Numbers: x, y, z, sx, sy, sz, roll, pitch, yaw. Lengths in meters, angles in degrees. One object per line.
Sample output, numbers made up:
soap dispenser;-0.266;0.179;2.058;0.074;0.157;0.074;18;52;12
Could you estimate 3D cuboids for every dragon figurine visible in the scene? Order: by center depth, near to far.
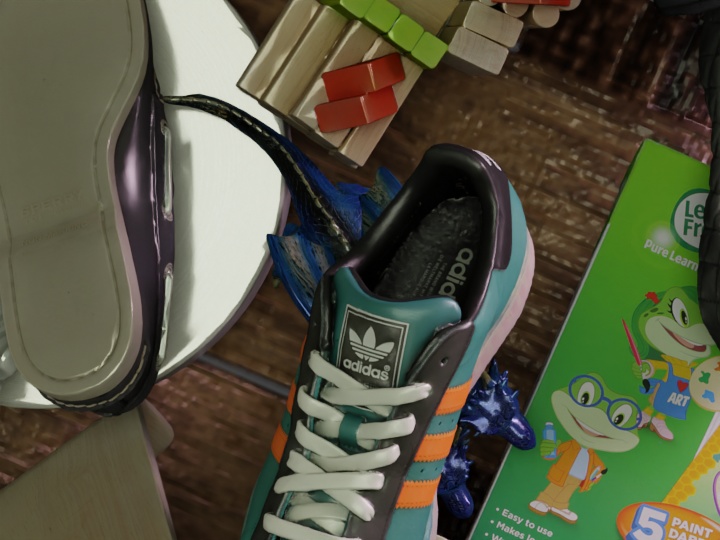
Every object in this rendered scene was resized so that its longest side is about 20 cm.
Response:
dragon figurine;0.000;0.000;1.102;0.059;0.099;0.200;-32;88;-4

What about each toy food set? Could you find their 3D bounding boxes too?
toy food set;-0.119;0.137;1.094;0.143;0.200;0.060;-35;112;3

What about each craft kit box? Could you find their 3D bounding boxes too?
craft kit box;0.161;0.076;1.116;0.200;0.049;0.198;24;65;3

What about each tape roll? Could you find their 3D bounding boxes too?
tape roll;-0.128;-0.044;1.173;0.202;0.037;0.203;0;90;4

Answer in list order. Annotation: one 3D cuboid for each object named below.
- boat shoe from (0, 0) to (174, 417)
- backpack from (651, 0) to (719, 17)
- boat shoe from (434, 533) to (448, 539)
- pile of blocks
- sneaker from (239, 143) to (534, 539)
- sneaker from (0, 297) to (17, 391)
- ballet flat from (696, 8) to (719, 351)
boat shoe;-0.107;-0.038;1.123;0.073;0.063;0.200;-9;68;14
backpack;0.120;-0.183;1.074;0.126;0.167;0.200;16;48;37
boat shoe;0.022;0.193;1.056;0.074;0.063;0.202;-7;89;-14
pile of blocks;0.046;-0.115;1.131;0.200;0.062;0.082;-33;100;-8
sneaker;0.001;0.045;1.005;0.071;0.080;0.200;16;70;18
sneaker;-0.169;0.028;1.105;0.075;0.081;0.200;12;73;4
ballet flat;0.166;-0.054;1.116;0.066;0.057;0.200;9;61;-6
